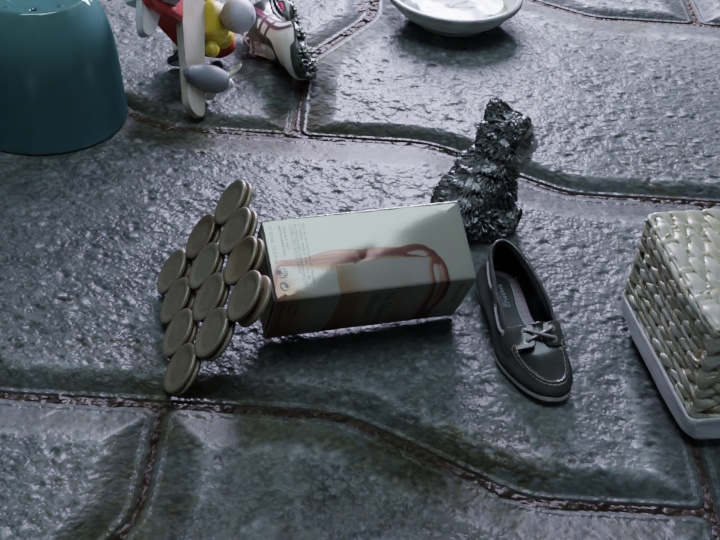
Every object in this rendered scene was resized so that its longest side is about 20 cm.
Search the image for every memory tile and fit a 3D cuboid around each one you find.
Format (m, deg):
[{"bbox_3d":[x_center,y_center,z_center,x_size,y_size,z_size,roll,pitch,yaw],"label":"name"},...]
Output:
[{"bbox_3d":[-0.141,0.013,1.191,0.017,0.153,0.201,29,26,-29],"label":"memory tile"}]

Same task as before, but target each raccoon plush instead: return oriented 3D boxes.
[{"bbox_3d":[0.118,-0.098,1.359,0.096,0.135,0.199,29,42,28],"label":"raccoon plush"}]

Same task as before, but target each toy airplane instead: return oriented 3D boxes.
[{"bbox_3d":[-0.202,-0.321,1.574,0.139,0.202,0.200,-3,35,11],"label":"toy airplane"}]

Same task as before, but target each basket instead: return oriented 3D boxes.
[{"bbox_3d":[0.345,0.043,1.190,0.134,0.124,0.201,-3,38,-9],"label":"basket"}]

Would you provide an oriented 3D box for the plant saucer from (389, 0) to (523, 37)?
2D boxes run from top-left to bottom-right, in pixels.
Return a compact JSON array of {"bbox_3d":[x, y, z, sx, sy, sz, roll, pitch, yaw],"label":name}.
[{"bbox_3d":[0.134,-0.382,1.818,0.197,0.051,0.201,2,36,-2],"label":"plant saucer"}]

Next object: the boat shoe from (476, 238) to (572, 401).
[{"bbox_3d":[0.157,0.045,1.236,0.066,0.058,0.201,-5,37,-12],"label":"boat shoe"}]

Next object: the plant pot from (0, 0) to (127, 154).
[{"bbox_3d":[-0.383,-0.259,1.505,0.198,0.162,0.202,2,36,-2],"label":"plant pot"}]

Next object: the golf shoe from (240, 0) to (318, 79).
[{"bbox_3d":[-0.111,-0.301,1.682,0.087,0.078,0.201,-21,37,0],"label":"golf shoe"}]

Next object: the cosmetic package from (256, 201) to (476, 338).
[{"bbox_3d":[0.000,0.000,1.226,0.197,0.104,0.088,-8,68,-13],"label":"cosmetic package"}]
